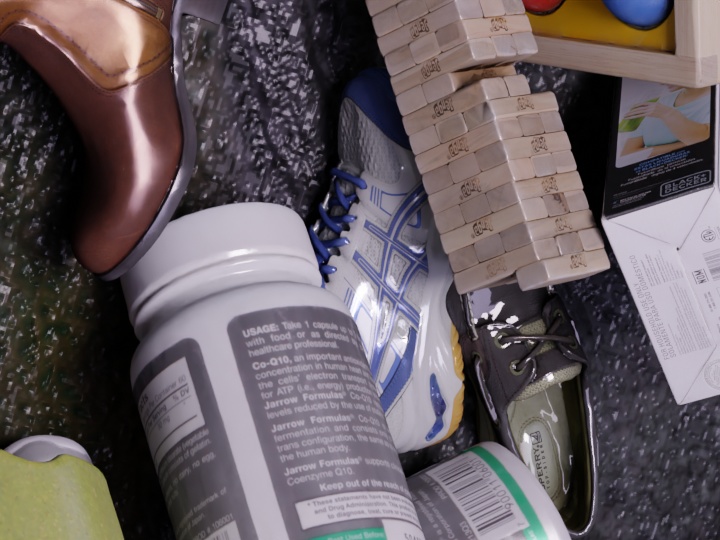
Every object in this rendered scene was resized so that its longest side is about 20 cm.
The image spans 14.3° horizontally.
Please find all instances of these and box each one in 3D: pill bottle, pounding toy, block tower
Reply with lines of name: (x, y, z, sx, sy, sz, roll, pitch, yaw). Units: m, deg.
pill bottle: (0.005, 0.177, 1.449, 0.200, 0.113, 0.113, -25, 113, -14)
pounding toy: (0.116, -0.202, 1.414, 0.142, 0.184, 0.200, -16, 110, -39)
pill bottle: (-0.044, 0.076, 1.360, 0.113, 0.113, 0.200, -4, 63, -29)
block tower: (0.055, -0.085, 1.386, 0.054, 0.058, 0.200, -12, 82, -49)

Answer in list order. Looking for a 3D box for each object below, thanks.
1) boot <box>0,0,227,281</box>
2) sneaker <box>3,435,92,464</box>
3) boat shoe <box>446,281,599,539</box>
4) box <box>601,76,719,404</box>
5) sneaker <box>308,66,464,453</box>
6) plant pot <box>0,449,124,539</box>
boot: (-0.165, -0.106, 1.326, 0.200, 0.068, 0.189, 16, 94, -31)
sneaker: (-0.163, 0.179, 1.384, 0.075, 0.082, 0.200, 14, 94, -31)
boat shoe: (0.090, 0.049, 1.509, 0.072, 0.066, 0.201, -22, 112, -24)
box: (0.174, -0.035, 1.466, 0.060, 0.200, 0.117, -17, 117, 17)
sneaker: (0.000, 0.000, 1.443, 0.088, 0.075, 0.200, -10, 103, -22)
plant pot: (-0.162, 0.185, 1.263, 0.200, 0.200, 0.185, 4, 63, -30)
